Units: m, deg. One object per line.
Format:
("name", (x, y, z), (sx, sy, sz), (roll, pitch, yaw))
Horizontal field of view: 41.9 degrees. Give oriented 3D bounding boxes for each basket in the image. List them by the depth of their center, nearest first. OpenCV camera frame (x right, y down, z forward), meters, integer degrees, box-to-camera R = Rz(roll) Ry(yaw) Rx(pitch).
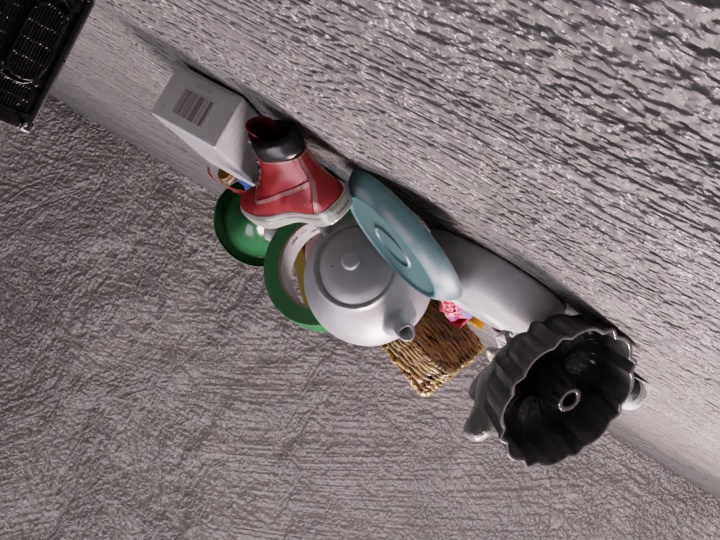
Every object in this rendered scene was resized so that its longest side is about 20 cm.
("basket", (0.073, 0.110, 1.537), (0.142, 0.149, 0.201), (-30, -99, -46))

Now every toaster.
("toaster", (-0.381, -0.265, 0.935), (0.118, 0.201, 0.180), (32, -175, 33))

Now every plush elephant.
("plush elephant", (0.245, 0.154, 1.334), (0.163, 0.202, 0.154), (-11, 164, 35))

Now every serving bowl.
("serving bowl", (0.159, 0.026, 1.203), (0.199, 0.066, 0.200), (32, 177, 2))

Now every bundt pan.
("bundt pan", (0.236, 0.137, 1.152), (0.201, 0.202, 0.076), (34, -171, -38))

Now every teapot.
("teapot", (0.000, 0.000, 1.288), (0.198, 0.200, 0.146), (4, 165, 18))

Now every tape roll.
("tape roll", (-0.054, -0.007, 1.477), (0.199, 0.202, 0.048), (29, 177, 26))

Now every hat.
("hat", (-0.163, -0.102, 1.623), (0.176, 0.198, 0.167), (-29, 80, 67))

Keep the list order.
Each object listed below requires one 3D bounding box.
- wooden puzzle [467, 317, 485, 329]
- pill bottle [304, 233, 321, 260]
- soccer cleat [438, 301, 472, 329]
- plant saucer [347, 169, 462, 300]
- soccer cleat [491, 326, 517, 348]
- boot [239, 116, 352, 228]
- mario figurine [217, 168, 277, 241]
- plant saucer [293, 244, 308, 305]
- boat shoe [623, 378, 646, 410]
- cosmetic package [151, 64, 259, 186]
("wooden puzzle", (0.160, 0.044, 1.623), (0.199, 0.047, 0.185), (30, 176, 22))
("pill bottle", (0.003, -0.008, 1.661), (0.115, 0.117, 0.200), (28, 175, 45))
("soccer cleat", (0.142, 0.038, 1.420), (0.066, 0.077, 0.200), (27, 177, 22))
("plant saucer", (0.046, -0.035, 1.138), (0.200, 0.027, 0.200), (48, 170, 11))
("soccer cleat", (0.246, 0.098, 1.524), (0.085, 0.069, 0.200), (43, 176, 3))
("boot", (-0.111, -0.124, 1.140), (0.199, 0.073, 0.145), (2, 137, 52))
("mario figurine", (-0.169, -0.124, 1.550), (0.105, 0.124, 0.200), (11, 159, 42))
("plant saucer", (-0.058, 0.013, 1.712), (0.048, 0.202, 0.199), (-23, 163, 29))
("boat shoe", (0.349, 0.155, 1.461), (0.199, 0.072, 0.071), (12, 156, 47))
("cosmetic package", (-0.172, -0.175, 1.198), (0.101, 0.072, 0.200), (29, 176, 15))
